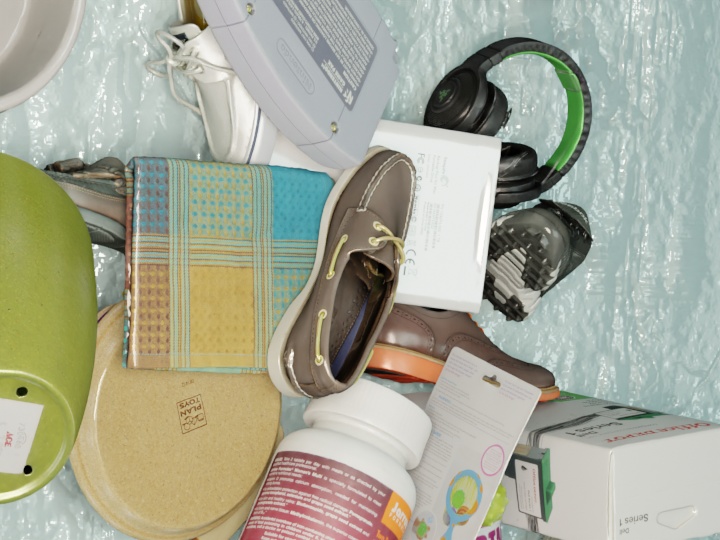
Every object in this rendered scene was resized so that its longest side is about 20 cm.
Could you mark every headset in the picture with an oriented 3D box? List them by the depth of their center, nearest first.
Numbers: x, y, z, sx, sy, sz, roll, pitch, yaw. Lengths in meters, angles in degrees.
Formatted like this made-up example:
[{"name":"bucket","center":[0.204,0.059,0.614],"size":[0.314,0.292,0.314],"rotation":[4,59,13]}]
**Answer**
[{"name":"headset","center":[0.100,-0.094,1.824],"size":[0.199,0.094,0.124],"rotation":[-37,117,-12]}]

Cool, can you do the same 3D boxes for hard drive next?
[{"name":"hard drive","center":[0.000,-0.046,1.737],"size":[0.198,0.026,0.133],"rotation":[8,89,-14]}]

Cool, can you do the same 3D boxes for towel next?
[{"name":"towel","center":[-0.089,-0.002,1.634],"size":[0.199,0.022,0.148],"rotation":[3,87,-48]}]

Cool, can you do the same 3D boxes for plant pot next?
[{"name":"plant pot","center":[-0.239,0.052,1.449],"size":[0.186,0.200,0.188],"rotation":[-8,121,-14]}]

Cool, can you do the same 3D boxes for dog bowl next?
[{"name":"dog bowl","center":[-0.265,-0.190,1.537],"size":[0.199,0.058,0.202],"rotation":[-6,99,-39]}]

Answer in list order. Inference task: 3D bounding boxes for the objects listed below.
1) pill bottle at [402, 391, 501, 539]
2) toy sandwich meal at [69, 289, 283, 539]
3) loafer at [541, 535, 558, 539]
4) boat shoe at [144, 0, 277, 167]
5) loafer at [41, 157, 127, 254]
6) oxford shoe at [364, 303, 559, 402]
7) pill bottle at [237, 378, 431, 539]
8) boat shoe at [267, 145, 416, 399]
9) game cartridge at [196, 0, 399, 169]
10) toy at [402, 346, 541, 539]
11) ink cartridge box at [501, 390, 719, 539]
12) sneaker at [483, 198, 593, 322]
[{"name":"pill bottle","center":[0.052,0.201,1.803],"size":[0.113,0.113,0.202],"rotation":[-11,101,-38]},{"name":"toy sandwich meal","center":[-0.135,0.100,1.666],"size":[0.204,0.070,0.207],"rotation":[-4,97,-39]},{"name":"loafer","center":[0.161,0.279,1.946],"size":[0.071,0.063,0.201],"rotation":[22,76,-5]},{"name":"boat shoe","center":[-0.112,-0.161,1.656],"size":[0.086,0.074,0.204],"rotation":[-6,96,-39]},{"name":"loafer","center":[-0.170,-0.048,1.619],"size":[0.199,0.071,0.063],"rotation":[20,74,-48]},{"name":"oxford shoe","center":[0.084,0.061,1.845],"size":[0.199,0.071,0.073],"rotation":[16,79,-39]},{"name":"pill bottle","center":[-0.025,0.183,1.672],"size":[0.109,0.109,0.201],"rotation":[39,64,-35]},{"name":"boat shoe","center":[0.000,0.000,1.668],"size":[0.072,0.059,0.201],"rotation":[42,62,-35]},{"name":"game cartridge","center":[-0.045,-0.173,1.657],"size":[0.200,0.041,0.134],"rotation":[54,48,-36]},{"name":"toy","center":[0.069,0.168,1.704],"size":[0.047,0.115,0.201],"rotation":[27,89,-35]},{"name":"ink cartridge box","center":[0.178,0.155,1.845],"size":[0.145,0.199,0.085],"rotation":[-6,99,-39]},{"name":"sneaker","center":[0.141,-0.025,1.811],"size":[0.066,0.200,0.091],"rotation":[43,77,8]}]
